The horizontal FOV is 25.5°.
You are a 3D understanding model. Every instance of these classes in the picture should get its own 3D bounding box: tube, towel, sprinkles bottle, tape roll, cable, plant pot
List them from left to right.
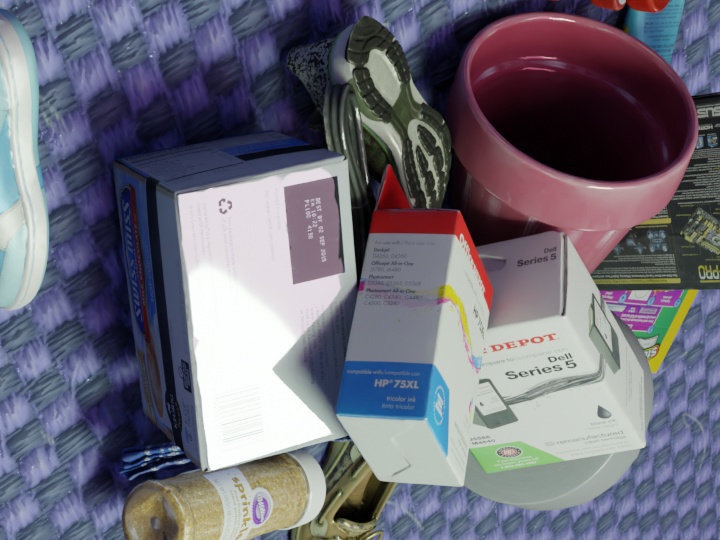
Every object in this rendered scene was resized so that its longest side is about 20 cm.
[{"bbox_3d":[-0.108,0.190,1.298,0.199,0.068,0.069,-5,123,-58],"label":"sprinkles bottle"},{"bbox_3d":[-0.073,0.136,1.230,0.145,0.198,0.024,23,59,-77],"label":"towel"},{"bbox_3d":[-0.009,-0.039,1.157,0.201,0.050,0.098,66,33,-42],"label":"cable"},{"bbox_3d":[0.156,0.110,1.417,0.201,0.200,0.066,-55,152,4],"label":"tape roll"},{"bbox_3d":[0.154,-0.080,1.303,0.199,0.200,0.180,-22,148,-31],"label":"plant pot"},{"bbox_3d":[0.248,-0.169,1.426,0.077,0.050,0.202,-15,124,-48],"label":"tube"}]

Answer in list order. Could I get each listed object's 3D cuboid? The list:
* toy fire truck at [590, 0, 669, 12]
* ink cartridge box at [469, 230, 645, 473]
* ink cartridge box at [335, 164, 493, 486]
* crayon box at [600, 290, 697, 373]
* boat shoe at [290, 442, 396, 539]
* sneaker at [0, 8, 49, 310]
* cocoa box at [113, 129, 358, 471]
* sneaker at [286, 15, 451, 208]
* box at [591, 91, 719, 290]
[{"bbox_3d":[0.197,-0.308,1.242,0.169,0.111,0.201,-61,147,-27],"label":"toy fire truck"},{"bbox_3d":[0.131,0.070,1.280,0.144,0.085,0.200,-12,139,23],"label":"ink cartridge box"},{"bbox_3d":[0.044,0.037,1.128,0.116,0.067,0.202,61,35,-56],"label":"ink cartridge box"},{"bbox_3d":[0.250,0.012,1.550,0.199,0.058,0.174,6,116,-45],"label":"crayon box"},{"bbox_3d":[-0.006,0.205,1.444,0.073,0.063,0.202,-3,121,-43],"label":"boat shoe"},{"bbox_3d":[-0.267,-0.057,0.993,0.130,0.079,0.202,-19,121,-36],"label":"sneaker"},{"bbox_3d":[-0.085,0.016,1.124,0.132,0.131,0.202,-13,109,-25],"label":"cocoa box"},{"bbox_3d":[0.006,-0.109,1.211,0.077,0.088,0.201,-58,138,-32],"label":"sneaker"},{"bbox_3d":[0.260,-0.065,1.352,0.049,0.199,0.163,-11,95,-39],"label":"box"}]
